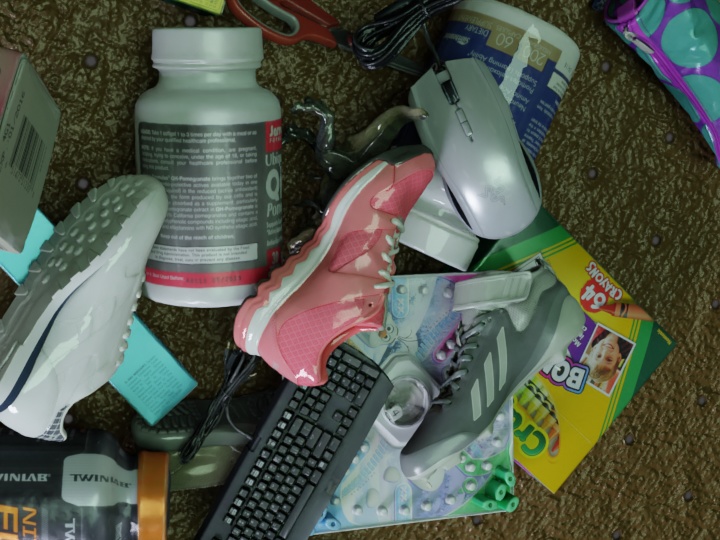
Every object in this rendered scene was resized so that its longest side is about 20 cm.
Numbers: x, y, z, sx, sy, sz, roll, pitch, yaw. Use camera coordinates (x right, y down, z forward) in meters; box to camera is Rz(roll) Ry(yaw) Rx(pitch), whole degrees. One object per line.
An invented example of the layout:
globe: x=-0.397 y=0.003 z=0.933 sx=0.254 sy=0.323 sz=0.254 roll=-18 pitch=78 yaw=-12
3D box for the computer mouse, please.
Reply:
computer mouse: x=0.075 y=-0.120 z=0.967 sx=0.109 sy=0.044 sz=0.201 roll=-26 pitch=84 yaw=6

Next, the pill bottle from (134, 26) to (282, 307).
pill bottle: x=-0.114 y=-0.080 z=0.976 sx=0.110 sy=0.111 sz=0.202 roll=-4 pitch=102 yaw=-19

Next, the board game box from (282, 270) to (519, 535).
board game box: x=0.036 y=0.105 z=1.037 sx=0.198 sy=0.026 sz=0.202 roll=-3 pitch=94 yaw=-20

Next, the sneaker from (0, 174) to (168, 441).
sneaker: x=-0.190 y=0.025 z=0.910 sx=0.080 sy=0.076 sz=0.201 roll=35 pitch=91 yaw=-33

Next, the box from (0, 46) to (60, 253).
box: x=-0.314 y=-0.094 z=0.849 sx=0.198 sy=0.128 sz=0.110 roll=13 pitch=79 yaw=1

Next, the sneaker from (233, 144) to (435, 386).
sneaker: x=0.000 y=0.000 z=0.950 sx=0.087 sy=0.074 sz=0.200 roll=40 pitch=90 yaw=17

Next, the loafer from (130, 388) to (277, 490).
loafer: x=-0.089 y=0.143 z=1.056 sx=0.198 sy=0.075 sz=0.070 roll=1 pitch=113 yaw=-17

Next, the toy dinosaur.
toy dinosaur: x=-0.021 y=-0.090 z=1.008 sx=0.088 sy=0.200 sz=0.047 roll=42 pitch=47 yaw=4

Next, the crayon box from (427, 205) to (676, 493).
crayon box: x=0.148 y=0.063 z=1.125 sx=0.200 sy=0.058 sz=0.173 roll=42 pitch=85 yaw=-21

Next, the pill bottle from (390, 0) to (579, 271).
pill bottle: x=0.088 y=-0.107 z=1.043 sx=0.110 sy=0.111 sz=0.201 roll=23 pitch=92 yaw=-22

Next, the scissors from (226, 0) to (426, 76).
scissors: x=-0.019 y=-0.180 z=1.031 sx=0.199 sy=0.014 sz=0.074 roll=33 pitch=56 yaw=-25

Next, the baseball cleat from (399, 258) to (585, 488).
baseball cleat: x=0.085 y=0.069 z=1.012 sx=0.200 sy=0.070 sz=0.107 roll=-41 pitch=100 yaw=-23

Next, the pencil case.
pencil case: x=0.291 y=-0.176 z=1.118 sx=0.200 sy=0.085 sz=0.093 roll=45 pitch=68 yaw=-21

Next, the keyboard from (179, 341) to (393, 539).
keyboard: x=-0.072 y=0.134 z=0.987 sx=0.127 sy=0.021 sz=0.201 roll=29 pitch=94 yaw=1

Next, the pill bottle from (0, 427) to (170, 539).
pill bottle: x=-0.240 y=0.169 z=0.961 sx=0.198 sy=0.106 sz=0.107 roll=1 pitch=100 yaw=-7

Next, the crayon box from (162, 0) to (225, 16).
crayon box: x=-0.180 y=-0.278 z=0.947 sx=0.199 sy=0.051 sz=0.128 roll=16 pitch=94 yaw=-22

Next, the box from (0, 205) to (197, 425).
box: x=-0.210 y=0.022 z=0.977 sx=0.049 sy=0.082 sz=0.200 roll=-42 pitch=111 yaw=-9
